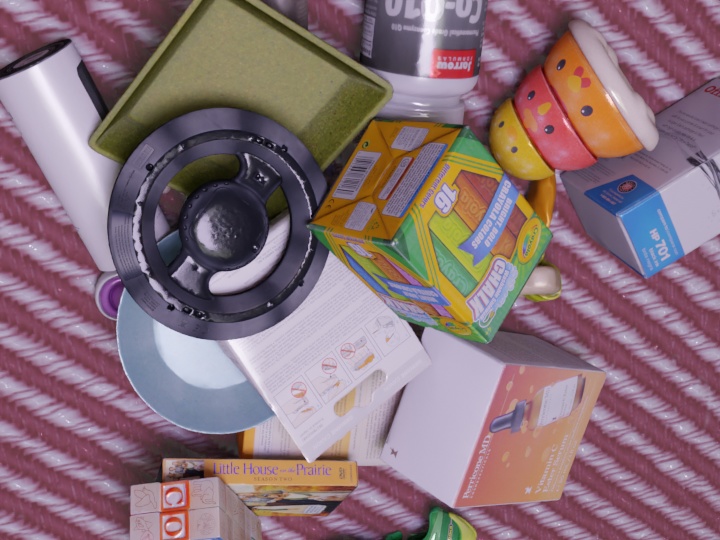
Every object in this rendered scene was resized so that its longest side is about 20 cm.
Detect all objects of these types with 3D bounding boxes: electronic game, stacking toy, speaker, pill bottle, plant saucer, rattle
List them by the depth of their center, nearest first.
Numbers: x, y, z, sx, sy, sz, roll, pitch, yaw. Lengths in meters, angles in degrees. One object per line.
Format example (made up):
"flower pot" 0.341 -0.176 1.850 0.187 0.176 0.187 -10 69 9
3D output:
"electronic game" -0.118 -0.039 0.894 0.198 0.042 0.202 -3 99 -21
"plant saucer" -0.106 -0.149 0.915 0.199 0.048 0.200 26 124 -34
"speaker" -0.250 -0.101 0.938 0.081 0.081 0.201 -25 114 -2
"pill bottle" 0.058 -0.225 0.944 0.113 0.114 0.202 0 111 -13
"plant saucer" -0.134 0.052 0.981 0.199 0.039 0.203 -1 94 -21
"stacking toy" 0.178 -0.135 1.018 0.199 0.147 0.146 -34 116 19
"rattle" 0.103 -0.022 1.063 0.198 0.130 0.144 -3 103 16

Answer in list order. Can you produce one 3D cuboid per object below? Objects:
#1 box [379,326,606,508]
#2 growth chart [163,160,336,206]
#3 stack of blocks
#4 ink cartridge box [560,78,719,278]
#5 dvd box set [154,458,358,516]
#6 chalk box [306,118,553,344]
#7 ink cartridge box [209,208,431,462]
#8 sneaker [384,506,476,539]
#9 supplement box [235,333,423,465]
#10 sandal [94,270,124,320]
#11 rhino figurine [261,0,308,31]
"box" 0.140 0.149 1.064 0.199 0.106 0.154 9 103 -48
"growth chart" -0.096 -0.094 1.012 0.199 0.018 0.145 30 101 -22
"stack of blocks" -0.174 0.267 1.041 0.114 0.059 0.200 -8 154 3
"ink cartridge box" 0.325 -0.098 1.041 0.199 0.147 0.086 -30 114 0
"dvd box set" -0.115 0.229 1.081 0.198 0.030 0.147 4 154 -16
"chalk box" 0.076 -0.023 0.918 0.200 0.123 0.125 43 72 -36
"ink cartridge box" -0.047 0.051 0.971 0.160 0.050 0.201 -37 107 -16
"sneaker" 0.050 0.351 1.206 0.084 0.074 0.200 42 103 4
"supplement box" -0.027 0.134 1.088 0.198 0.074 0.127 2 111 -13
"sandal" -0.160 0.026 1.021 0.201 0.050 0.083 -9 121 -5
"rhino figurine" -0.077 -0.274 0.921 0.087 0.060 0.202 -1 111 -31
